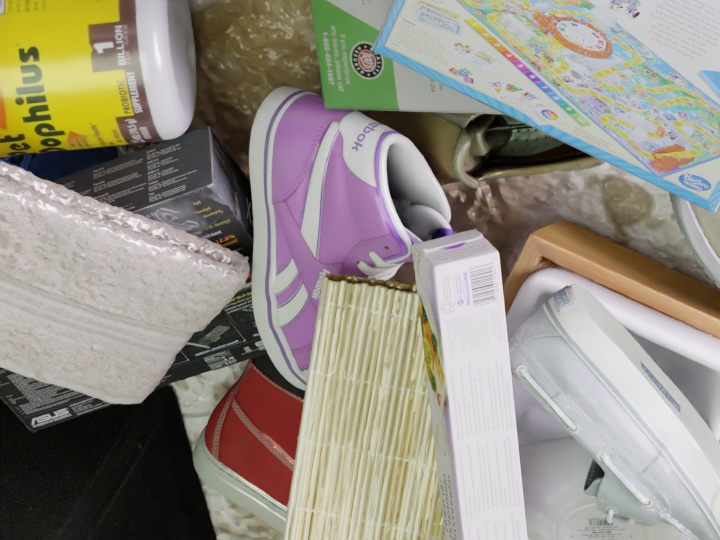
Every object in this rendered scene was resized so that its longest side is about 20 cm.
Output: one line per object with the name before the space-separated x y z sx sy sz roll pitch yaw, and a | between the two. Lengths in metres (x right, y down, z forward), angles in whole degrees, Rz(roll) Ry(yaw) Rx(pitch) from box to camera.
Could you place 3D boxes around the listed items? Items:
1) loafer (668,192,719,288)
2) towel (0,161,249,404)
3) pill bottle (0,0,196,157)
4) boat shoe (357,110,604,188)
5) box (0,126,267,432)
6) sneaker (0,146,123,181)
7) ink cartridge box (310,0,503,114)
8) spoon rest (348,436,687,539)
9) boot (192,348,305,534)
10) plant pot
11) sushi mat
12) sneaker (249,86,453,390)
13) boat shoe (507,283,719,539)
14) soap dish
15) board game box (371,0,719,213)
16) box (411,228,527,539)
loafer | 0.248 -0.003 1.540 0.070 0.075 0.200 -38 110 22
towel | -0.175 0.007 1.552 0.200 0.035 0.133 20 133 -27
pill bottle | -0.198 -0.119 1.555 0.199 0.109 0.109 -6 122 7
boat shoe | 0.060 -0.077 1.540 0.200 0.076 0.072 -9 120 24
box | -0.144 0.009 1.623 0.200 0.050 0.158 -19 139 14
sneaker | -0.242 -0.079 1.638 0.200 0.077 0.111 0 132 26
ink cartridge box | 0.076 -0.163 1.471 0.199 0.084 0.146 3 124 15
spoon rest | 0.094 0.134 1.593 0.199 0.061 0.100 1 126 2
boot | 0.008 0.113 1.693 0.200 0.072 0.144 31 125 1
plant pot | -0.214 0.203 1.759 0.200 0.178 0.200 -2 123 18
sushi mat | 0.011 0.102 1.547 0.095 0.012 0.200 10 108 2
sneaker | 0.000 0.000 1.557 0.114 0.073 0.201 19 135 30
boat shoe | 0.152 0.101 1.527 0.071 0.070 0.201 -37 100 15
soap dish | 0.138 0.075 1.615 0.157 0.081 0.200 24 127 1
board game box | 0.122 -0.128 1.407 0.200 0.034 0.135 26 126 -2
box | 0.061 0.077 1.508 0.041 0.039 0.200 -13 113 -13
